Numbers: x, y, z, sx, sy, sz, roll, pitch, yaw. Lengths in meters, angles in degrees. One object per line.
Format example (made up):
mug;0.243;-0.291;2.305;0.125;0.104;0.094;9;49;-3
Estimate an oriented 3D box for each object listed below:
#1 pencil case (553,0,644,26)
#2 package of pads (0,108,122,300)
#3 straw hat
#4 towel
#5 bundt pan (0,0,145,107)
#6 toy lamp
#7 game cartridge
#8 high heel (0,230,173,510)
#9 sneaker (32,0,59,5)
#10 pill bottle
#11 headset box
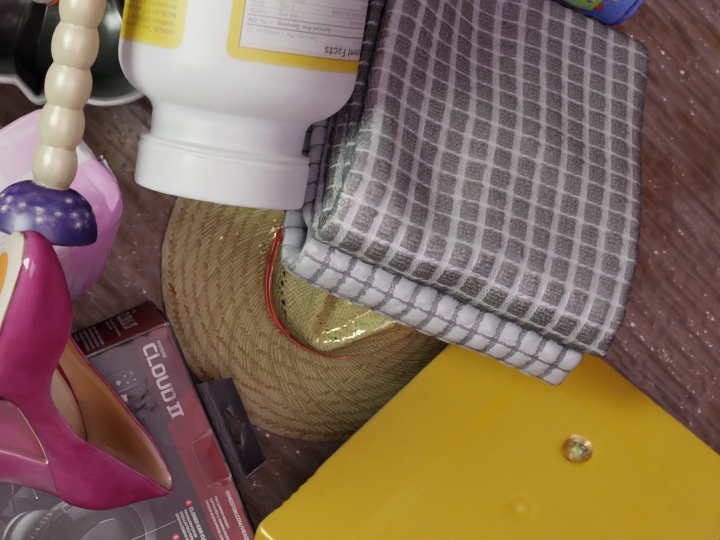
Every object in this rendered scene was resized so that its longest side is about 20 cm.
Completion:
pencil case;0.063;-0.199;1.249;0.200;0.078;0.087;24;67;-14
package of pads;-0.211;0.011;1.177;0.200;0.121;0.076;-34;79;-19
straw hat;0.000;0.000;1.262;0.201;0.085;0.201;-2;99;-12
towel;0.058;-0.063;1.214;0.166;0.086;0.200;21;56;-18
bundt pan;-0.139;-0.182;1.209;0.202;0.076;0.202;-2;98;-12
toy lamp;-0.125;-0.114;1.094;0.058;0.058;0.200;11;102;-13
game cartridge;0.076;0.126;1.228;0.176;0.032;0.200;40;63;16
high heel;-0.125;0.050;1.126;0.096;0.067;0.200;7;140;-6
sneaker;-0.194;-0.207;1.128;0.082;0.078;0.200;-28;106;18
pill bottle;-0.051;-0.133;1.139;0.112;0.112;0.200;8;97;-13
headset box;-0.147;0.116;1.254;0.200;0.077;0.149;-24;103;-8
